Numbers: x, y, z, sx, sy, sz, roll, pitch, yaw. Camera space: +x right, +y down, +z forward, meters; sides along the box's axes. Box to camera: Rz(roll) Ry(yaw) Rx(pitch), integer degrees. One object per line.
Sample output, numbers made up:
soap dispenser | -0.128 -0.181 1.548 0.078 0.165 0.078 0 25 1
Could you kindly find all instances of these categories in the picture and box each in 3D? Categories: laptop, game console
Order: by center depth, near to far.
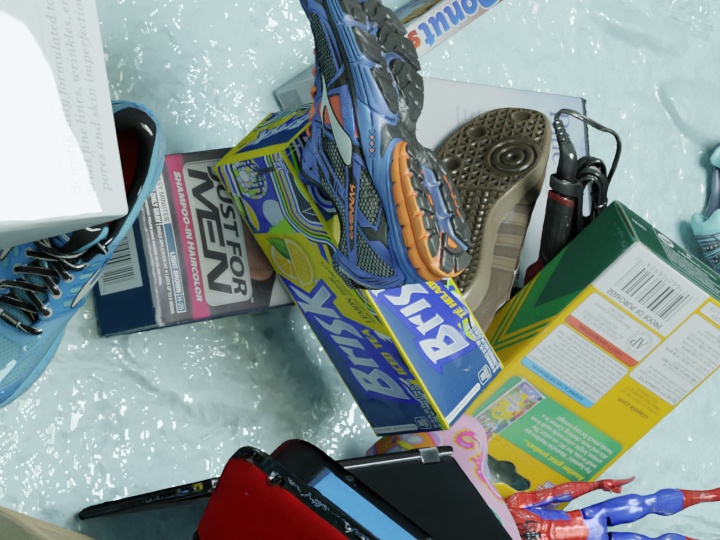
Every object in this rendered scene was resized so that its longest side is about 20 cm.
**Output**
game console | 0.026 0.151 1.419 0.200 0.173 0.119 37 60 6
laptop | -0.022 0.168 1.554 0.186 0.199 0.117 -3 81 -43

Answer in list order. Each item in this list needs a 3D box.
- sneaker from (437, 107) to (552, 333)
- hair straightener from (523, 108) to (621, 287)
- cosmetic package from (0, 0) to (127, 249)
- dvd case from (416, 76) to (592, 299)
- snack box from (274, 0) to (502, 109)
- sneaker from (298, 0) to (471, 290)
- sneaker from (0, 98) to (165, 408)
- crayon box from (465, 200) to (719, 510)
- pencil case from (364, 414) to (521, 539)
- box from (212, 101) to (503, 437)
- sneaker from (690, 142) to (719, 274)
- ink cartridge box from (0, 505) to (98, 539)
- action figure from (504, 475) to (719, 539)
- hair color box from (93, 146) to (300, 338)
sneaker | 0.073 -0.021 1.761 0.076 0.070 0.201 81 28 -43
hair straightener | 0.137 -0.027 1.785 0.077 0.041 0.201 -40 142 -39
cosmetic package | -0.249 -0.085 1.397 0.164 0.199 0.166 -8 88 -43
dvd case | 0.083 -0.053 1.821 0.199 0.017 0.144 4 79 -43
snack box | 0.033 -0.154 1.757 0.200 0.072 0.024 -37 105 -40
sneaker | -0.006 -0.079 1.530 0.075 0.078 0.201 21 50 -60
sneaker | -0.174 -0.014 1.499 0.078 0.090 0.201 31 80 -8
crayon box | 0.142 0.062 1.775 0.125 0.200 0.052 33 21 -34
pencil case | 0.062 0.181 1.656 0.087 0.087 0.201 25 31 -37
box | 0.000 0.000 1.617 0.064 0.070 0.201 -45 113 -36
sneaker | 0.303 -0.077 1.990 0.086 0.077 0.201 45 55 -23
ink cartridge box | -0.104 0.210 1.494 0.199 0.164 0.076 25 88 -36
action figure | 0.160 0.169 1.790 0.198 0.052 0.066 -4 87 -13
hair color box | -0.071 -0.024 1.645 0.199 0.060 0.101 -10 89 -44
